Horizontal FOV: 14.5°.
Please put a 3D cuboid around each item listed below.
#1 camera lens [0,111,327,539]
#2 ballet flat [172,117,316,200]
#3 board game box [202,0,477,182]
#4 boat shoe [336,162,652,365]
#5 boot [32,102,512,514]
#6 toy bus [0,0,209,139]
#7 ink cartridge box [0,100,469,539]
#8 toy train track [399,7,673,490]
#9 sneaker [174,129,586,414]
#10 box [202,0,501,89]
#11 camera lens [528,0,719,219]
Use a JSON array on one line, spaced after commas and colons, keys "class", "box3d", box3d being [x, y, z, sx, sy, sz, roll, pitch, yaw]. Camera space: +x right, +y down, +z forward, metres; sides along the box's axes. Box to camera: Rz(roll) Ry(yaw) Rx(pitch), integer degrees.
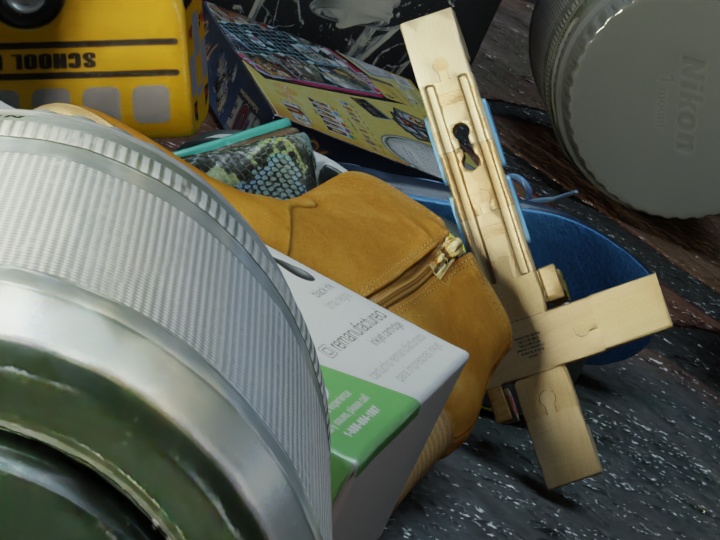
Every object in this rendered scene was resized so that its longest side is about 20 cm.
[{"class": "camera lens", "box3d": [-0.086, 0.056, 0.640, 0.160, 0.160, 0.200, 23, 15, -8]}, {"class": "ballet flat", "box3d": [-0.088, -0.011, 1.071, 0.200, 0.074, 0.074, -15, 39, -39]}, {"class": "board game box", "box3d": [-0.013, -0.078, 1.502, 0.135, 0.035, 0.200, 20, 16, -20]}, {"class": "boat shoe", "box3d": [0.047, -0.017, 1.300, 0.200, 0.084, 0.069, 22, 13, -20]}, {"class": "boot", "box3d": [-0.033, -0.007, 1.046, 0.201, 0.071, 0.144, 45, 32, -8]}, {"class": "toy bus", "box3d": [-0.164, -0.091, 1.122, 0.199, 0.079, 0.065, -3, 15, 4]}, {"class": "ink cartridge box", "box3d": [-0.084, 0.029, 0.907, 0.200, 0.084, 0.146, 29, 18, 8]}, {"class": "toy train track", "box3d": [0.058, -0.009, 1.160, 0.033, 0.114, 0.201, 29, 43, -80]}, {"class": "sneaker", "box3d": [0.000, 0.000, 1.211, 0.200, 0.075, 0.085, 30, 6, -18]}, {"class": "box", "box3d": [-0.016, -0.201, 1.634, 0.200, 0.182, 0.104, 17, 17, -28]}, {"class": "camera lens", "box3d": [0.190, -0.127, 1.760, 0.160, 0.160, 0.200, 23, 15, -8]}]
